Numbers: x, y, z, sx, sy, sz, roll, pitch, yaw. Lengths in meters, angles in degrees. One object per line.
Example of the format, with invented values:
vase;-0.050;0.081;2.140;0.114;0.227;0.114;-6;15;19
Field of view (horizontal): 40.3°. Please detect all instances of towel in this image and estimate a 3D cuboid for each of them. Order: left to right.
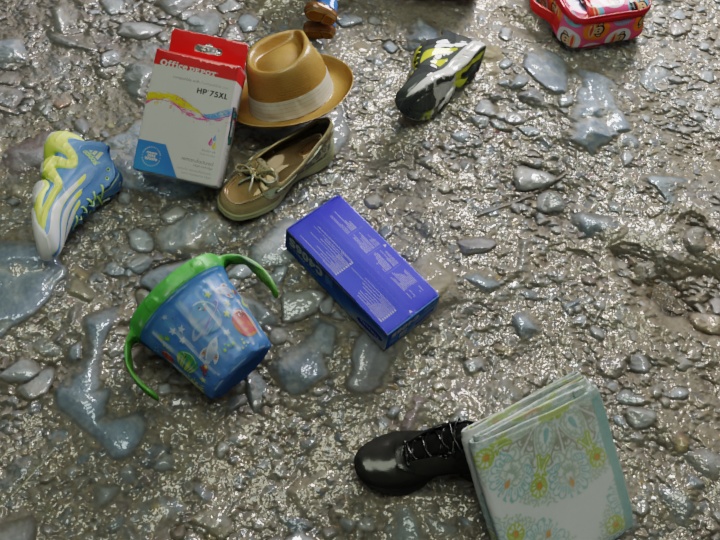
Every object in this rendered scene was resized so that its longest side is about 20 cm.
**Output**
towel;0.208;0.233;1.086;0.169;0.048;0.203;-22;102;-18

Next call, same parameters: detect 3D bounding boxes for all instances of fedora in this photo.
fedora;-0.105;-0.277;1.374;0.197;0.083;0.202;-7;39;5

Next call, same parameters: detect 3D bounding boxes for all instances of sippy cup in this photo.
sippy cup;-0.180;0.073;1.152;0.131;0.178;0.139;47;19;10

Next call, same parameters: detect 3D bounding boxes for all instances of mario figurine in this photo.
mario figurine;-0.065;-0.462;1.506;0.105;0.123;0.203;24;65;-35

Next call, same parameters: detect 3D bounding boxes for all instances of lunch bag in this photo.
lunch bag;0.355;-0.452;1.586;0.174;0.082;0.202;-12;58;-10

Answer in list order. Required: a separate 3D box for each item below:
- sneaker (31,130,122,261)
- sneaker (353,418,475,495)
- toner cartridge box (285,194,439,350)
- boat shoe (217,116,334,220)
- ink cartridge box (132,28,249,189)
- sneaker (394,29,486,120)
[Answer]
sneaker;-0.362;-0.101;1.264;0.103;0.076;0.202;0;57;-8
sneaker;0.090;0.203;1.119;0.197;0.091;0.077;-6;60;-10
toner cartridge box;0.000;0.000;1.266;0.095;0.043;0.200;-34;67;-24
boat shoe;-0.114;-0.142;1.330;0.073;0.063;0.200;39;61;17
ink cartridge box;-0.223;-0.220;1.306;0.114;0.067;0.203;11;91;0
sneaker;0.104;-0.292;1.459;0.084;0.075;0.200;33;50;21
